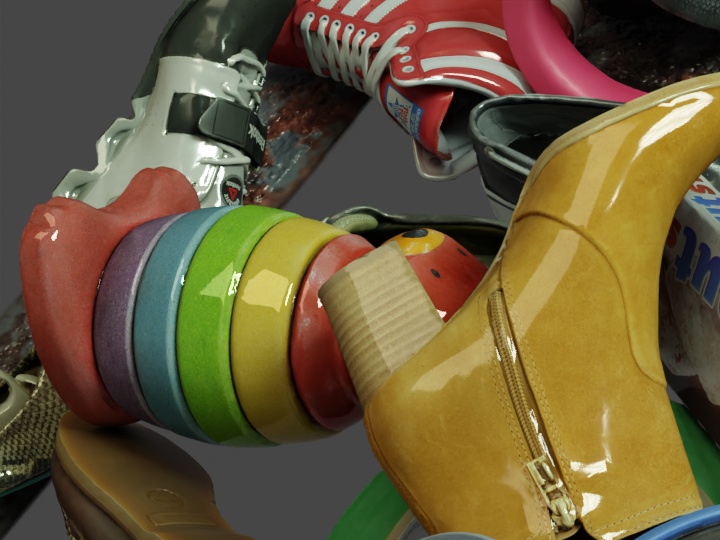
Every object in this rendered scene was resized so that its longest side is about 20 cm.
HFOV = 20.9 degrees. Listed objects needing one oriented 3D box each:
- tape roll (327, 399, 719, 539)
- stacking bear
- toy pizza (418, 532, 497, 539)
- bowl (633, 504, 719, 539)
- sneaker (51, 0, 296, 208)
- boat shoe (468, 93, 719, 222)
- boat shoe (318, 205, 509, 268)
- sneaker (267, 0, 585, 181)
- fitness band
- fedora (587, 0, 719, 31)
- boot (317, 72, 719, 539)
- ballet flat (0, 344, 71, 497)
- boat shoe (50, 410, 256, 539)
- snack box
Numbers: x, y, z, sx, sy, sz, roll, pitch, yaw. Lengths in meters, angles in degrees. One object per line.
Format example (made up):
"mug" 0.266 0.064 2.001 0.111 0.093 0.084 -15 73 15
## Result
"tape roll" 0.077 0.138 0.764 0.200 0.048 0.201 -13 45 13
"stacking bear" -0.028 0.022 0.838 0.199 0.114 0.121 4 15 29
"toy pizza" 0.027 0.188 0.652 0.200 0.032 0.201 -33 50 51
"bowl" 0.145 0.171 0.650 0.200 0.039 0.201 -4 70 10
"sneaker" -0.077 -0.065 0.999 0.088 0.074 0.200 38 99 30
"boat shoe" 0.138 -0.045 0.896 0.200 0.068 0.072 15 57 36
"boat shoe" 0.000 0.001 0.919 0.200 0.066 0.072 0 49 25
"sneaker" 0.008 -0.106 1.015 0.199 0.071 0.113 3 47 25
"fitness band" 0.156 -0.116 0.900 0.199 0.144 0.037 12 43 30
"fedora" 0.149 -0.202 1.008 0.092 0.200 0.201 -31 26 53
"boot" 0.096 0.026 0.737 0.201 0.071 0.144 -30 73 -2
"ballet flat" -0.215 0.098 0.921 0.200 0.075 0.068 -35 30 -8
"boat shoe" -0.091 0.125 0.840 0.200 0.070 0.071 41 117 58
"snack box" 0.141 0.015 0.784 0.024 0.072 0.200 4 25 -19
